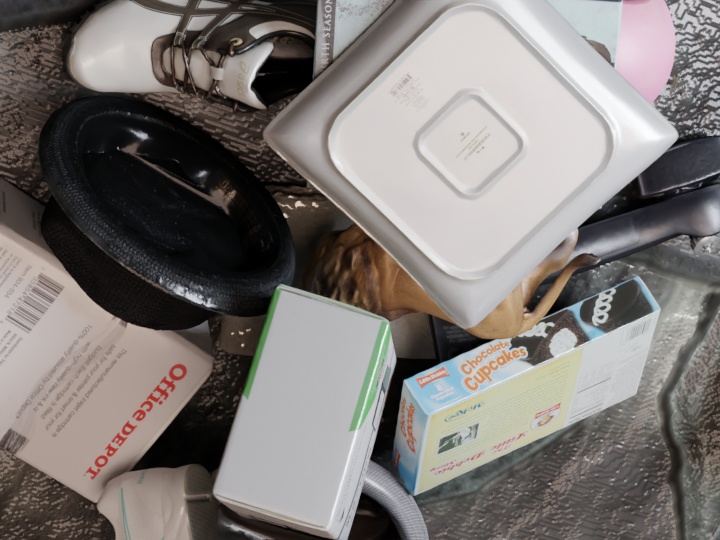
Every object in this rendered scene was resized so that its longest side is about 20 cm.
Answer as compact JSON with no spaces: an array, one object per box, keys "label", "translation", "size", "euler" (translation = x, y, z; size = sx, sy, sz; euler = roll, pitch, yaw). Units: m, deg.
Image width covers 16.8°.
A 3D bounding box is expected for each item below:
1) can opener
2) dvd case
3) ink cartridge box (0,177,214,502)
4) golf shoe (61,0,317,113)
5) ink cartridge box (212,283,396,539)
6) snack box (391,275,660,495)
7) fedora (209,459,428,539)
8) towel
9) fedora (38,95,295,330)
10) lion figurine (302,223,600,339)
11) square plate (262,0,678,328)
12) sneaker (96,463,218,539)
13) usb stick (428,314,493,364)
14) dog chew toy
[{"label":"can opener","translation":[0.190,-0.028,1.773],"size":[0.199,0.079,0.063],"euler":[-24,164,-1]},{"label":"dvd case","translation":[0.067,-0.117,1.600],"size":[0.198,0.022,0.147],"euler":[5,112,2]},{"label":"ink cartridge box","translation":[-0.224,0.049,1.722],"size":[0.199,0.084,0.146],"euler":[34,108,-24]},{"label":"golf shoe","translation":[-0.103,-0.148,1.635],"size":[0.198,0.095,0.078],"euler":[-8,120,-4]},{"label":"ink cartridge box","translation":[-0.033,0.103,1.653],"size":[0.083,0.200,0.147],"euler":[16,82,5]},{"label":"snack box","translation":[0.119,0.085,1.770],"size":[0.199,0.037,0.117],"euler":[-23,150,-19]},{"label":"fedora","translation":[-0.050,0.191,1.826],"size":[0.198,0.090,0.178],"euler":[-9,118,3]},{"label":"towel","translation":[0.000,0.000,1.766],"size":[0.198,0.035,0.133],"euler":[2,116,-11]},{"label":"fedora","translation":[-0.145,-0.023,1.655],"size":[0.200,0.201,0.092],"euler":[25,125,-21]},{"label":"lion figurine","translation":[0.058,0.006,1.676],"size":[0.199,0.072,0.123],"euler":[22,112,15]},{"label":"square plate","translation":[0.071,-0.085,1.586],"size":[0.198,0.028,0.200],"euler":[43,107,-14]},{"label":"sneaker","translation":[-0.137,0.226,1.759],"size":[0.080,0.071,0.202],"euler":[-1,117,16]},{"label":"usb stick","translation":[0.067,-0.018,1.730],"size":[0.055,0.033,0.201],"euler":[-8,118,5]},{"label":"dog chew toy","translation":[0.140,-0.116,1.684],"size":[0.124,0.125,0.201],"euler":[9,123,-15]}]
